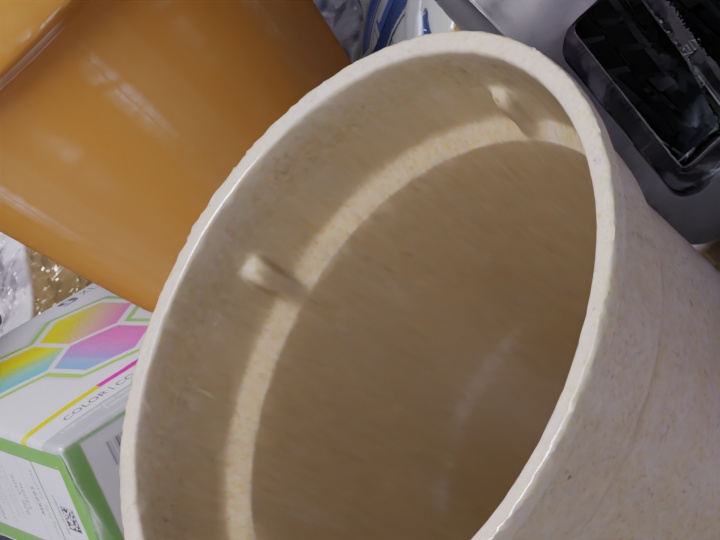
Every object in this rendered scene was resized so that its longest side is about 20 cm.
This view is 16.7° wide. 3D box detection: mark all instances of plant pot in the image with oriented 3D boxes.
[{"bbox_3d":[-0.104,-0.087,0.922,0.200,0.183,0.200,-36,26,21],"label":"plant pot"},{"bbox_3d":[0.058,0.056,0.766,0.200,0.183,0.201,-28,48,35],"label":"plant pot"}]

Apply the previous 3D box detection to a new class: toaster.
[{"bbox_3d":[0.114,-0.126,0.850,0.181,0.200,0.119,-42,45,3],"label":"toaster"}]

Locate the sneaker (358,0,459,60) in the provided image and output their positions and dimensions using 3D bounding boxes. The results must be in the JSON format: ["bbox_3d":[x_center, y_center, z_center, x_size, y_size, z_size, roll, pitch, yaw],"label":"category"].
[{"bbox_3d":[0.032,-0.142,1.004,0.088,0.075,0.200,-7,64,44],"label":"sneaker"}]

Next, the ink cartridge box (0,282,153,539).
[{"bbox_3d":[-0.113,0.055,0.970,0.104,0.059,0.200,-31,21,-27],"label":"ink cartridge box"}]

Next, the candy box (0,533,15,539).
[{"bbox_3d":[-0.114,0.202,0.923,0.168,0.072,0.200,-5,60,41],"label":"candy box"}]
